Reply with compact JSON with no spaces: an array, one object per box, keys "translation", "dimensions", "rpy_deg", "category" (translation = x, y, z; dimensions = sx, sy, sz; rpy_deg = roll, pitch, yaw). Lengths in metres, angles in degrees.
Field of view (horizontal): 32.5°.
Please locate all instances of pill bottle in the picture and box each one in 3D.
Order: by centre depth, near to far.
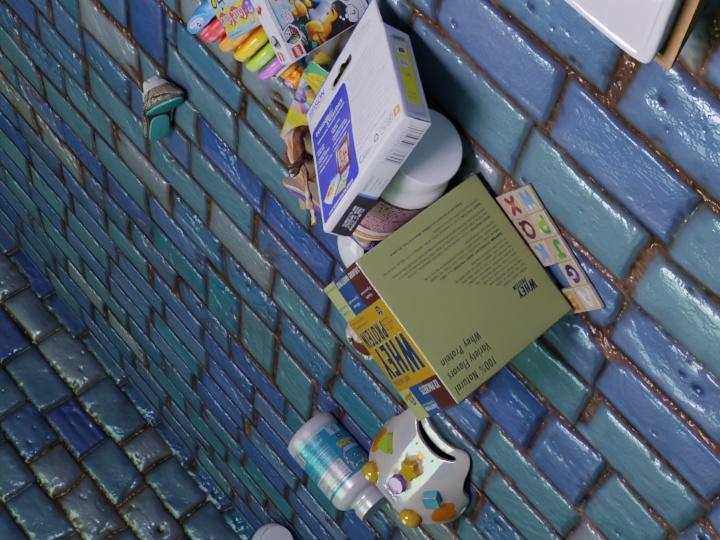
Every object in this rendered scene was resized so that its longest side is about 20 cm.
[{"translation":[0.044,-0.118,1.518],"dimensions":[0.115,0.114,0.200],"rpy_deg":[54,155,1],"category":"pill bottle"},{"translation":[-0.037,0.372,2.324],"dimensions":[0.200,0.110,0.111],"rpy_deg":[46,155,18],"category":"pill bottle"},{"translation":[-0.228,0.698,3.114],"dimensions":[0.111,0.111,0.200],"rpy_deg":[52,156,6],"category":"pill bottle"}]

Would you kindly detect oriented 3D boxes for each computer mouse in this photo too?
[{"translation":[0.000,0.000,1.847],"dimensions":[0.109,0.044,0.201],"rpy_deg":[32,148,44],"category":"computer mouse"}]

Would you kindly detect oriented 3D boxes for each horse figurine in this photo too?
[{"translation":[-0.070,-0.134,1.589],"dimensions":[0.200,0.049,0.134],"rpy_deg":[84,171,-75],"category":"horse figurine"}]

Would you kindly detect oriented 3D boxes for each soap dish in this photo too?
[{"translation":[0.229,-0.282,0.995],"dimensions":[0.157,0.081,0.201],"rpy_deg":[45,154,21],"category":"soap dish"}]

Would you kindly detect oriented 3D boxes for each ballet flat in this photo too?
[{"translation":[-0.348,-0.287,2.112],"dimensions":[0.076,0.067,0.200],"rpy_deg":[68,160,8],"category":"ballet flat"}]

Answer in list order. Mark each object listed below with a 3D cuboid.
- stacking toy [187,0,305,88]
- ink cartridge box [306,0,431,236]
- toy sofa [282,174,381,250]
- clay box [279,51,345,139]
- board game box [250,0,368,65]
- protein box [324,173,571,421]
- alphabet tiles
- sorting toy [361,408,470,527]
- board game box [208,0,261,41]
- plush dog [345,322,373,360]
[{"translation":[-0.125,-0.298,1.648],"dimensions":[0.200,0.110,0.116],"rpy_deg":[45,158,-15],"category":"stacking toy"},{"translation":[0.004,-0.177,1.435],"dimensions":[0.198,0.047,0.202],"rpy_deg":[-54,32,41],"category":"ink cartridge box"},{"translation":[-0.015,-0.077,1.709],"dimensions":[0.199,0.097,0.083],"rpy_deg":[37,151,33],"category":"toy sofa"},{"translation":[-0.033,-0.202,1.608],"dimensions":[0.114,0.048,0.200],"rpy_deg":[37,154,1],"category":"clay box"},{"translation":[-0.081,-0.357,1.426],"dimensions":[0.034,0.126,0.201],"rpy_deg":[10,131,58],"category":"board game box"},{"translation":[0.103,0.034,1.487],"dimensions":[0.201,0.198,0.135],"rpy_deg":[53,157,1],"category":"protein box"},{"translation":[0.197,-0.013,1.503],"dimensions":[0.168,0.008,0.200],"rpy_deg":[57,156,-5],"category":"alphabet tiles"},{"translation":[0.102,0.309,2.030],"dimensions":[0.200,0.106,0.181],"rpy_deg":[47,136,17],"category":"sorting toy"},{"translation":[-0.152,-0.404,1.517],"dimensions":[0.105,0.103,0.201],"rpy_deg":[-8,115,58],"category":"board game box"},{"translation":[0.104,0.057,1.654],"dimensions":[0.199,0.162,0.171],"rpy_deg":[32,146,-18],"category":"plush dog"}]
